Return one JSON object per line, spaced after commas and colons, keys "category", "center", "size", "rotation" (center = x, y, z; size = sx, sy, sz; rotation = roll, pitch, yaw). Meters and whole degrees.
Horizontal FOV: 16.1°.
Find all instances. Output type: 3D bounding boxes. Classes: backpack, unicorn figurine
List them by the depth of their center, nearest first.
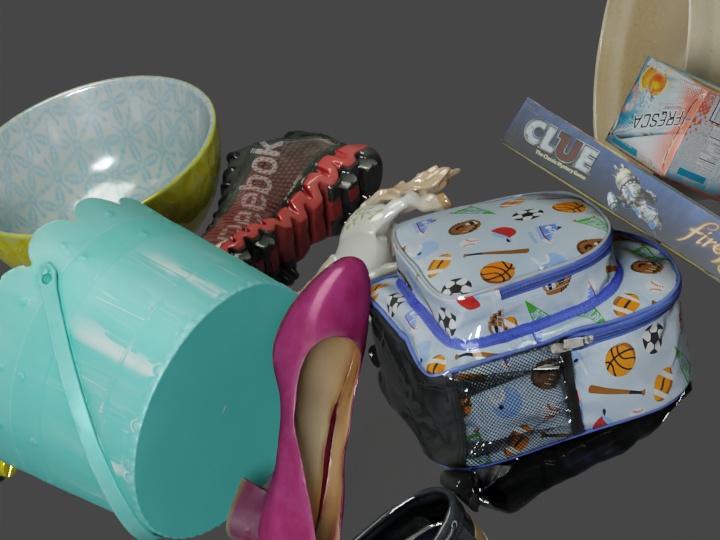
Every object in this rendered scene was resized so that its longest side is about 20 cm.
{"category": "backpack", "center": [0.111, 0.034, 1.611], "size": [0.189, 0.155, 0.200], "rotation": [-9, 28, -14]}
{"category": "unicorn figurine", "center": [0.000, 0.000, 1.784], "size": [0.137, 0.074, 0.200], "rotation": [-9, 20, 29]}

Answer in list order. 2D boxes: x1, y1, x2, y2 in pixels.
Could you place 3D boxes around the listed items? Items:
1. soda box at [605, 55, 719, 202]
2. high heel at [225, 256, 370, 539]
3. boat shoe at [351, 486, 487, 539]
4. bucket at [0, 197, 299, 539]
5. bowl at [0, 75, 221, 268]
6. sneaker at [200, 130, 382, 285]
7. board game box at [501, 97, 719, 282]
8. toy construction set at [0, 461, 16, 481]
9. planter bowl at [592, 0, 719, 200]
{"category": "soda box", "center": [0.257, -0.072, 1.652], "size": [0.068, 0.199, 0.064], "rotation": [40, 106, 51]}
{"category": "high heel", "center": [-0.015, 0.093, 1.590], "size": [0.096, 0.067, 0.201], "rotation": [18, 91, 50]}
{"category": "boat shoe", "center": [-0.010, 0.197, 1.512], "size": [0.200, 0.062, 0.075], "rotation": [-34, 39, -19]}
{"category": "bucket", "center": [-0.135, 0.066, 1.630], "size": [0.134, 0.208, 0.207], "rotation": [25, 52, 31]}
{"category": "bowl", "center": [-0.188, -0.045, 1.889], "size": [0.199, 0.108, 0.201], "rotation": [-12, 35, 8]}
{"category": "sneaker", "center": [-0.076, -0.038, 1.846], "size": [0.098, 0.071, 0.200], "rotation": [29, 52, 27]}
{"category": "board game box", "center": [0.196, -0.034, 1.622], "size": [0.200, 0.135, 0.035], "rotation": [34, 94, 23]}
{"category": "toy construction set", "center": [-0.258, 0.079, 1.762], "size": [0.199, 0.092, 0.132], "rotation": [6, 65, 43]}
{"category": "planter bowl", "center": [0.255, -0.140, 1.766], "size": [0.134, 0.201, 0.201], "rotation": [6, 33, -11]}
